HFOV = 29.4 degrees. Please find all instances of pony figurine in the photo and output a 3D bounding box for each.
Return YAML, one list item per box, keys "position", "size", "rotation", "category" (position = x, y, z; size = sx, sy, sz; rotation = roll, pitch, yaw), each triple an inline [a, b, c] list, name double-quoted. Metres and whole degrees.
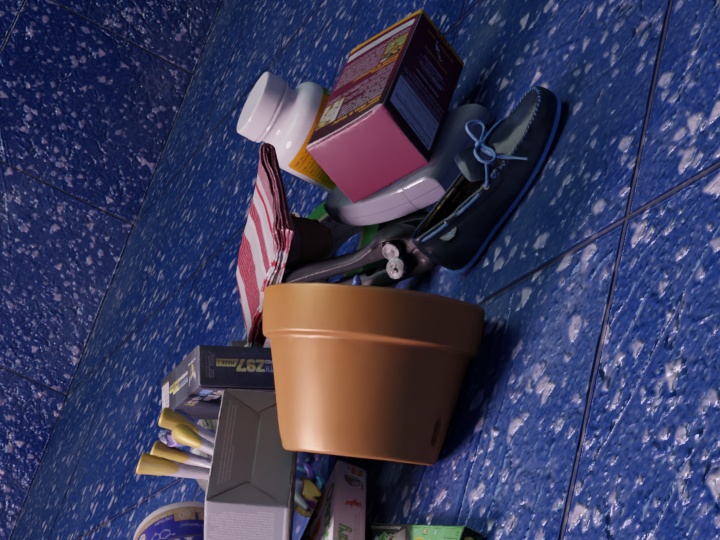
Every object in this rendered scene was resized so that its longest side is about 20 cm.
- position: [-0.128, 0.212, 1.476]
  size: [0.193, 0.198, 0.168]
  rotation: [-163, 92, -89]
  category: "pony figurine"

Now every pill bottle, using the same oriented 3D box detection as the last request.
- position: [-0.045, -0.161, 1.675]
  size: [0.111, 0.199, 0.112]
  rotation: [-54, 20, 30]
  category: "pill bottle"
- position: [-0.182, 0.357, 1.473]
  size: [0.120, 0.119, 0.201]
  rotation: [-57, 27, 23]
  category: "pill bottle"

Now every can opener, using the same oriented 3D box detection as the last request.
- position: [0.000, 0.000, 1.463]
  size: [0.199, 0.064, 0.079]
  rotation: [-25, 4, 27]
  category: "can opener"

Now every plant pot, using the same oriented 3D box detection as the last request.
- position: [0.005, 0.095, 1.208]
  size: [0.200, 0.198, 0.142]
  rotation: [164, 114, -68]
  category: "plant pot"

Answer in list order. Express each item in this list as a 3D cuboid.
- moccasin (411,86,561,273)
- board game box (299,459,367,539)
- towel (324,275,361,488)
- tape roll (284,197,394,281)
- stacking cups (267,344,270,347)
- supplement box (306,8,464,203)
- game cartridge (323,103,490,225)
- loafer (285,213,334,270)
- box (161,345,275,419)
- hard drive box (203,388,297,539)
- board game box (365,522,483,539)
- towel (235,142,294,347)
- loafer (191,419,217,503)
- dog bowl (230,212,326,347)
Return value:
- position: [0.118, -0.089, 1.306]
  size: [0.201, 0.068, 0.081]
  rotation: [-60, 17, 14]
  category: "moccasin"
- position: [-0.033, 0.278, 1.238]
  size: [0.200, 0.034, 0.127]
  rotation: [-88, 20, -66]
  category: "board game box"
- position: [-0.018, 0.124, 1.398]
  size: [0.201, 0.024, 0.146]
  rotation: [-85, 2, -48]
  category: "towel"
- position: [-0.030, -0.001, 1.589]
  size: [0.200, 0.048, 0.202]
  rotation: [-37, 34, 30]
  category: "tape roll"
- position: [-0.101, 0.110, 1.707]
  size: [0.201, 0.060, 0.061]
  rotation: [-53, 20, 24]
  category: "stacking cups"
- position: [0.030, -0.181, 1.489]
  size: [0.110, 0.086, 0.201]
  rotation: [-26, 28, 34]
  category: "supplement box"
- position: [0.045, -0.110, 1.500]
  size: [0.199, 0.042, 0.133]
  rotation: [-12, 35, 52]
  category: "game cartridge"
- position: [-0.080, -0.029, 1.593]
  size: [0.200, 0.070, 0.074]
  rotation: [-158, 69, -71]
  category: "loafer"
- position: [-0.132, 0.131, 1.563]
  size: [0.200, 0.156, 0.052]
  rotation: [143, 126, -64]
  category: "box"
- position: [-0.103, 0.239, 1.292]
  size: [0.156, 0.076, 0.202]
  rotation: [-86, 2, -55]
  category: "hard drive box"
- position: [0.034, 0.262, 1.138]
  size: [0.106, 0.023, 0.200]
  rotation: [-67, 16, -17]
  category: "board game box"
- position: [-0.113, -0.021, 1.541]
  size: [0.145, 0.023, 0.201]
  rotation: [-105, 24, -44]
  category: "towel"
- position: [-0.180, 0.247, 1.702]
  size: [0.201, 0.069, 0.071]
  rotation: [-90, -2, -62]
  category: "loafer"
- position: [-0.103, 0.025, 1.832]
  size: [0.201, 0.058, 0.201]
  rotation: [-56, 19, 29]
  category: "dog bowl"
